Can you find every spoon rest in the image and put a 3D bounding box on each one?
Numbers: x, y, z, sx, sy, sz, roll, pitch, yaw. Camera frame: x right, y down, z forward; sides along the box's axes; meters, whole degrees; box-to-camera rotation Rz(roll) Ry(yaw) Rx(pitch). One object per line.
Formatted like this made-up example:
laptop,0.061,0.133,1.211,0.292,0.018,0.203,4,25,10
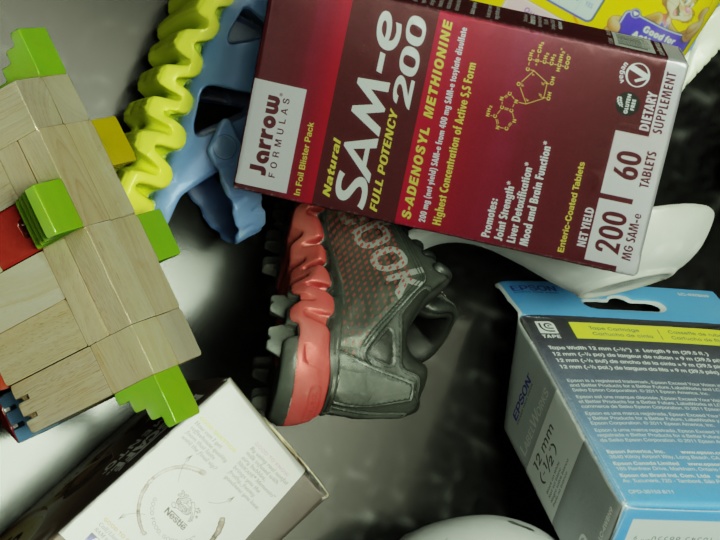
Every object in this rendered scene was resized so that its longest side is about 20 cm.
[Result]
spoon rest,0.089,-0.008,1.054,0.200,0.099,0.061,-16,81,9

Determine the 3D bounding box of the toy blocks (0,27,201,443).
toy blocks,-0.173,0.004,0.962,0.137,0.100,0.200,-27,88,23

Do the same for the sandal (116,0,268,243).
sandal,-0.069,-0.095,1.039,0.087,0.079,0.200,24,86,-19

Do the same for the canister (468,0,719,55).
canister,0.105,-0.146,1.007,0.148,0.087,0.200,28,118,-6

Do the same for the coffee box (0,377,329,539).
coffee box,-0.126,0.146,0.973,0.200,0.113,0.080,-42,100,-17

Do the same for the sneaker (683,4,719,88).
sneaker,0.152,-0.162,1.117,0.111,0.077,0.200,43,80,-21

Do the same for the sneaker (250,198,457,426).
sneaker,0.000,0.000,1.016,0.098,0.071,0.201,10,46,-8

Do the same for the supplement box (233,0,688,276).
supplement box,0.047,-0.075,0.960,0.200,0.061,0.109,12,105,2

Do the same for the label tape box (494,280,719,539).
label tape box,0.160,0.086,1.072,0.143,0.200,0.066,4,121,-20

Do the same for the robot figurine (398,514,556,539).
robot figurine,0.067,0.227,1.026,0.150,0.125,0.200,-9,89,-26
